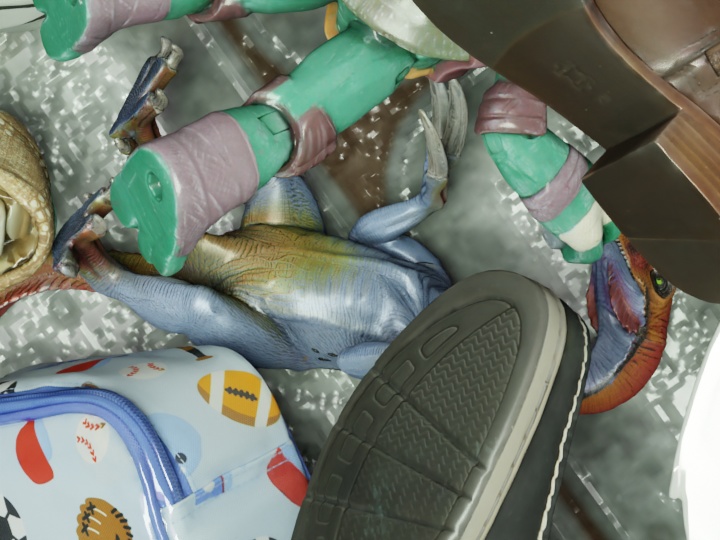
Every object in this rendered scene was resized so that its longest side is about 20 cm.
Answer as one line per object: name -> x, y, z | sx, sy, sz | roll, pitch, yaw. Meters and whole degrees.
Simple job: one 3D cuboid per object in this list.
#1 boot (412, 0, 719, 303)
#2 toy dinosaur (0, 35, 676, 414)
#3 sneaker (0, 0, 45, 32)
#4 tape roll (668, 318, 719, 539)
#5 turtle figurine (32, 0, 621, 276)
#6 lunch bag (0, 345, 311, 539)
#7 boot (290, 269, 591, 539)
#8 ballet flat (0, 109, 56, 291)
boot -> 0.103, -0.118, 0.792 | 0.200, 0.064, 0.187 | -45, 108, -30
toy dinosaur -> 0.000, 0.000, 0.936 | 0.181, 0.200, 0.105 | 29, 64, -17
sneaker -> -0.061, -0.124, 0.911 | 0.200, 0.089, 0.074 | -26, 90, 10
tape roll -> 0.197, 0.052, 0.857 | 0.202, 0.139, 0.204 | 1, 97, 11
turtle figurine -> 0.015, -0.075, 0.846 | 0.199, 0.101, 0.150 | -17, 57, -24
lunch bag -> -0.071, 0.126, 0.918 | 0.160, 0.075, 0.201 | -9, 100, 43
boot -> 0.053, 0.110, 0.844 | 0.150, 0.073, 0.201 | 18, 92, -34
ballet flat -> -0.180, -0.011, 0.872 | 0.199, 0.065, 0.071 | -13, 126, -26
